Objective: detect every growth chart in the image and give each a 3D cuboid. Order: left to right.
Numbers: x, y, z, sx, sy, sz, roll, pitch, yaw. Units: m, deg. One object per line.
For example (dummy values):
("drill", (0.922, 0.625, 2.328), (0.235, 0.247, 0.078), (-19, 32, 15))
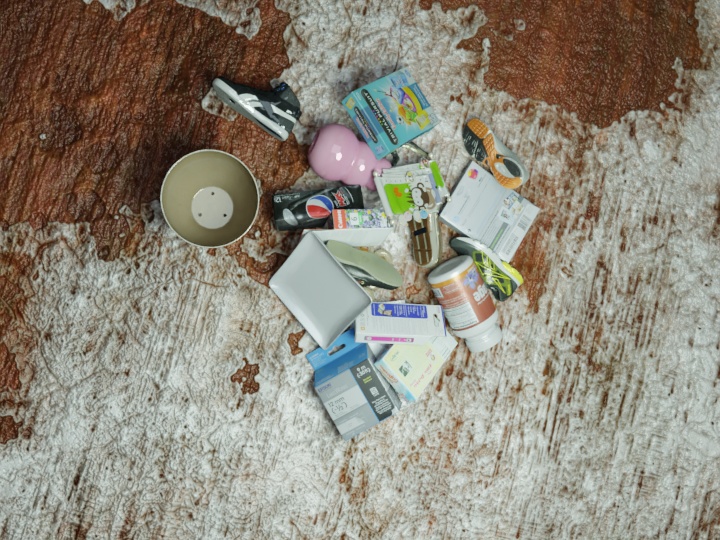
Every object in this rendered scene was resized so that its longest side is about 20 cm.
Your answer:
("growth chart", (0.117, -0.177, 1.608), (0.198, 0.018, 0.146), (-20, 79, -34))

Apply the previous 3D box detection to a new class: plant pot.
("plant pot", (-0.316, -0.143, 1.549), (0.197, 0.134, 0.203), (1, 87, -9))

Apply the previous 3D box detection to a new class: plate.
("plate", (-0.084, 0.042, 1.563), (0.200, 0.200, 0.032), (48, 39, 6))

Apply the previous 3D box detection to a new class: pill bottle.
("pill bottle", (0.241, 0.077, 1.639), (0.111, 0.112, 0.202), (-30, 101, -10))

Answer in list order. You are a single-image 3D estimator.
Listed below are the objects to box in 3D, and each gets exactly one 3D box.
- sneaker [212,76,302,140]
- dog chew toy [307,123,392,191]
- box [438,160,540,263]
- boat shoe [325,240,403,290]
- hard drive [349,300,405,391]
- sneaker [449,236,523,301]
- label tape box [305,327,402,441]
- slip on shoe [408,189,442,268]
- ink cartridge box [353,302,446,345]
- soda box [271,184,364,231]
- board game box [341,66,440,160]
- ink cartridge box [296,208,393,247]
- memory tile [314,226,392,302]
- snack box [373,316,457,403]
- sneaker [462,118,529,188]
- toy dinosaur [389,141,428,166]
("sneaker", (-0.221, -0.390, 1.618), (0.199, 0.073, 0.113), (36, 78, -14))
("dog chew toy", (-0.016, -0.241, 1.619), (0.198, 0.124, 0.126), (23, 83, -16))
("box", (0.298, -0.134, 1.703), (0.199, 0.041, 0.157), (33, 81, -7))
("boat shoe", (0.000, -0.002, 1.603), (0.199, 0.063, 0.074), (21, 38, -21))
("hard drive", (0.046, 0.174, 1.647), (0.130, 0.025, 0.203), (-5, 88, -10))
("sneaker", (0.282, -0.003, 1.675), (0.199, 0.074, 0.085), (34, 82, -6))
("label tape box", (-0.020, 0.246, 1.587), (0.142, 0.066, 0.201), (-30, 93, 14))
("slip on shoe", (0.154, -0.105, 1.670), (0.060, 0.075, 0.203), (8, 71, -51))
("ink cartridge box", (0.084, 0.114, 1.581), (0.197, 0.037, 0.095), (1, 43, -4))
("soda box", (-0.093, -0.137, 1.606), (0.197, 0.071, 0.064), (-8, 73, -6))
("board game box", (0.072, -0.354, 1.628), (0.199, 0.047, 0.152), (-36, 94, -40))
("ink cartridge box", (-0.037, -0.092, 1.585), (0.197, 0.109, 0.051), (-2, 72, -15))
("memory tile", (-0.035, -0.018, 1.635), (0.198, 0.017, 0.155), (29, 72, -5))
("snack box", (0.125, 0.183, 1.607), (0.116, 0.037, 0.200), (49, 49, -4))
("sneaker", (0.318, -0.271, 1.707), (0.076, 0.092, 0.201), (-43, 73, 29))
("toy dinosaur", (0.070, -0.293, 1.671), (0.199, 0.047, 0.089), (34, 71, -9))
